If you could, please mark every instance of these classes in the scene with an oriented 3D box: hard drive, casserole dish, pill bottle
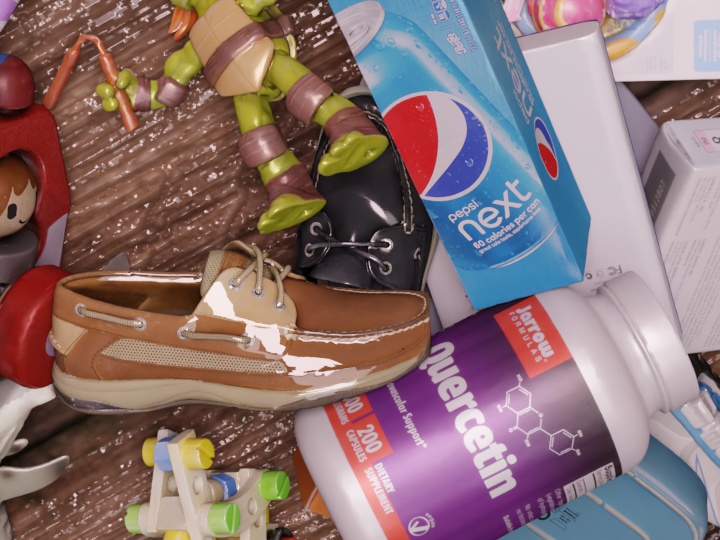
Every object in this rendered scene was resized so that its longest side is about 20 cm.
[{"bbox_3d":[0.093,-0.031,0.867,0.132,0.025,0.200,-11,118,18],"label":"hard drive"},{"bbox_3d":[0.127,0.141,0.933,0.200,0.039,0.121,37,108,-25],"label":"casserole dish"},{"bbox_3d":[0.073,0.079,0.824,0.200,0.112,0.113,-28,117,-1],"label":"pill bottle"}]

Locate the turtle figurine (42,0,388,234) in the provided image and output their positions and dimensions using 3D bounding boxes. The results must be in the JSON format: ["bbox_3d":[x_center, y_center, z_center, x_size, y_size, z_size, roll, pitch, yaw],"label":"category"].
[{"bbox_3d":[-0.065,-0.102,0.818,0.200,0.064,0.161,-36,75,17],"label":"turtle figurine"}]

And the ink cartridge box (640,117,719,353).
[{"bbox_3d":[0.252,-0.021,0.930,0.200,0.057,0.163,-8,137,-20],"label":"ink cartridge box"}]

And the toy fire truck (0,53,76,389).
[{"bbox_3d":[-0.212,-0.022,0.787,0.112,0.200,0.168,24,116,20],"label":"toy fire truck"}]

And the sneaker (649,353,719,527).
[{"bbox_3d":[0.226,0.135,1.019,0.087,0.075,0.200,-30,117,23],"label":"sneaker"}]

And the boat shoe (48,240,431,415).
[{"bbox_3d":[-0.064,0.026,0.793,0.200,0.076,0.074,-6,113,1],"label":"boat shoe"}]

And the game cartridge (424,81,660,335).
[{"bbox_3d":[0.078,-0.044,0.914,0.200,0.041,0.133,-40,119,9],"label":"game cartridge"}]

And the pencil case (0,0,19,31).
[{"bbox_3d":[-0.233,-0.123,0.786,0.084,0.086,0.200,34,106,-13],"label":"pencil case"}]

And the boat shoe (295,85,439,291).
[{"bbox_3d":[-0.002,0.000,0.853,0.074,0.066,0.200,15,123,12],"label":"boat shoe"}]

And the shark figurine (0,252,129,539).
[{"bbox_3d":[-0.216,0.081,0.896,0.128,0.090,0.215,5,128,-51],"label":"shark figurine"}]

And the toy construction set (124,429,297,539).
[{"bbox_3d":[-0.093,0.196,0.930,0.092,0.131,0.200,10,87,27],"label":"toy construction set"}]

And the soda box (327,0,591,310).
[{"bbox_3d":[0.052,-0.084,0.787,0.064,0.068,0.200,-17,116,22],"label":"soda box"}]

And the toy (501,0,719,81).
[{"bbox_3d":[0.108,-0.157,0.837,0.200,0.047,0.115,-1,101,0],"label":"toy"}]

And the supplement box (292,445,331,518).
[{"bbox_3d":[0.060,0.142,0.982,0.200,0.067,0.069,21,109,-19],"label":"supplement box"}]
